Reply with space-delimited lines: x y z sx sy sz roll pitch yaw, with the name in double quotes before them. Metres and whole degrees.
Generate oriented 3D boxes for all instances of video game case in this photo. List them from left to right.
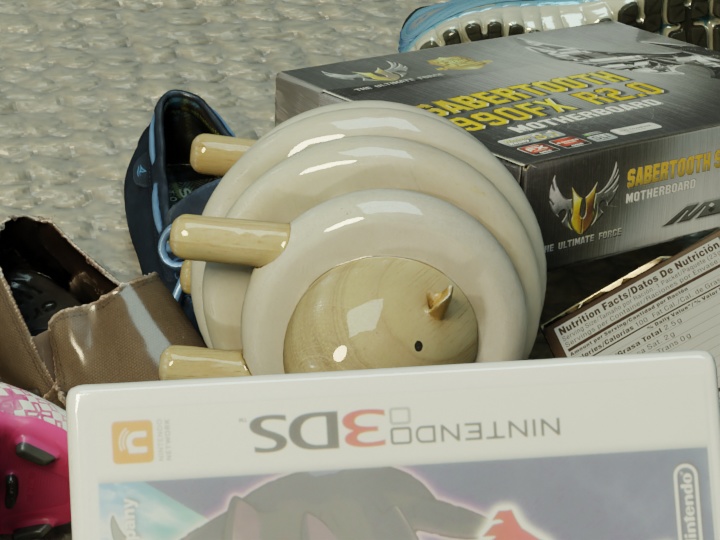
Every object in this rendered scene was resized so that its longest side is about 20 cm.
"video game case" 0.015 0.126 0.629 0.182 0.200 0.023 -3 -6 -4

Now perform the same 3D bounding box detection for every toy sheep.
"toy sheep" 0.000 0.000 0.814 0.138 0.138 0.200 4 25 -1

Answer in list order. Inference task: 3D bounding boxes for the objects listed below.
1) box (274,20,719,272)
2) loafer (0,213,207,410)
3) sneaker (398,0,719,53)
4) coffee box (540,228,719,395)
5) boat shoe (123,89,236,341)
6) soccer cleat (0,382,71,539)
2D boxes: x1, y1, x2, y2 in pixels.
"box" 0.089 -0.057 0.967 0.200 0.048 0.158 -12 24 -36
"loafer" -0.091 0.040 0.861 0.073 0.071 0.200 -24 42 -39
"sneaker" 0.112 -0.121 1.155 0.200 0.078 0.090 -3 29 -13
"coffee box" 0.141 0.090 0.754 0.080 0.114 0.200 -30 32 7
"boat shoe" -0.061 -0.010 0.950 0.084 0.069 0.200 -12 35 -25
"soccer cleat" -0.187 0.046 0.835 0.200 0.070 0.086 5 39 3
